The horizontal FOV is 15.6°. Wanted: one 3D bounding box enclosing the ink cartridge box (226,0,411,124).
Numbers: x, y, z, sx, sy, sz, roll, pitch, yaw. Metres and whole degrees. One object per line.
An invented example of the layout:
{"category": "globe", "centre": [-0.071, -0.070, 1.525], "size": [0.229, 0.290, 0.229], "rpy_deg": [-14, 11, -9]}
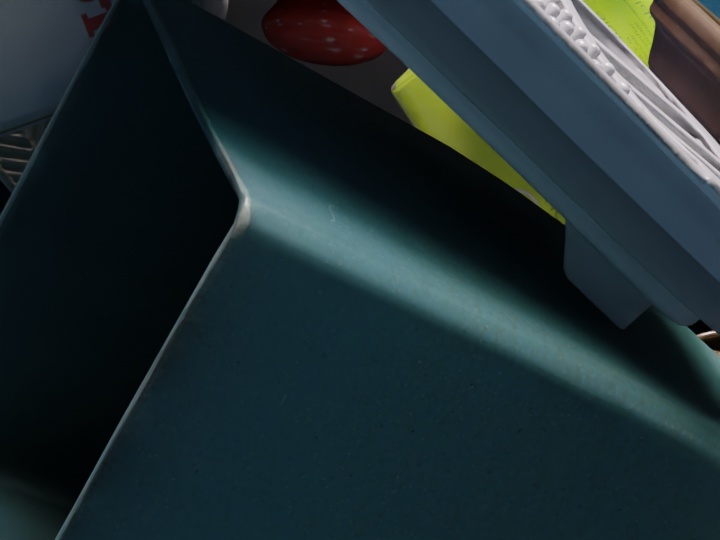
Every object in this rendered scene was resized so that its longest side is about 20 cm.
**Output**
{"category": "ink cartridge box", "centre": [0.027, -0.079, 1.063], "size": [0.147, 0.086, 0.200], "rpy_deg": [32, 20, 23]}

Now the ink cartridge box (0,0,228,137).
{"category": "ink cartridge box", "centre": [-0.148, -0.096, 0.679], "size": [0.199, 0.147, 0.083], "rpy_deg": [-17, 17, 8]}

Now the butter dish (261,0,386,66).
{"category": "butter dish", "centre": [-0.005, -0.144, 0.903], "size": [0.199, 0.149, 0.200], "rpy_deg": [10, -8, -35]}

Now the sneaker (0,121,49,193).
{"category": "sneaker", "centre": [-0.061, -0.035, 0.775], "size": [0.201, 0.075, 0.085], "rpy_deg": [64, 9, -6]}

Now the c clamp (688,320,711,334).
{"category": "c clamp", "centre": [0.086, 0.029, 0.913], "size": [0.171, 0.027, 0.200], "rpy_deg": [44, 27, 16]}

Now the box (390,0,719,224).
{"category": "box", "centre": [0.088, -0.038, 0.916], "size": [0.122, 0.048, 0.200], "rpy_deg": [55, 27, 5]}

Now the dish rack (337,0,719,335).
{"category": "dish rack", "centre": [0.017, -0.067, 0.619], "size": [0.200, 0.044, 0.172], "rpy_deg": [43, 11, -22]}

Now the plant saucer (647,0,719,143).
{"category": "plant saucer", "centre": [0.169, -0.023, 0.883], "size": [0.200, 0.029, 0.200], "rpy_deg": [39, 10, -8]}

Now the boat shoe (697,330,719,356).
{"category": "boat shoe", "centre": [0.110, 0.055, 0.803], "size": [0.071, 0.065, 0.200], "rpy_deg": [51, 33, 16]}

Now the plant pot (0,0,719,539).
{"category": "plant pot", "centre": [0.011, 0.051, 0.630], "size": [0.199, 0.142, 0.141], "rpy_deg": [23, 18, -23]}
